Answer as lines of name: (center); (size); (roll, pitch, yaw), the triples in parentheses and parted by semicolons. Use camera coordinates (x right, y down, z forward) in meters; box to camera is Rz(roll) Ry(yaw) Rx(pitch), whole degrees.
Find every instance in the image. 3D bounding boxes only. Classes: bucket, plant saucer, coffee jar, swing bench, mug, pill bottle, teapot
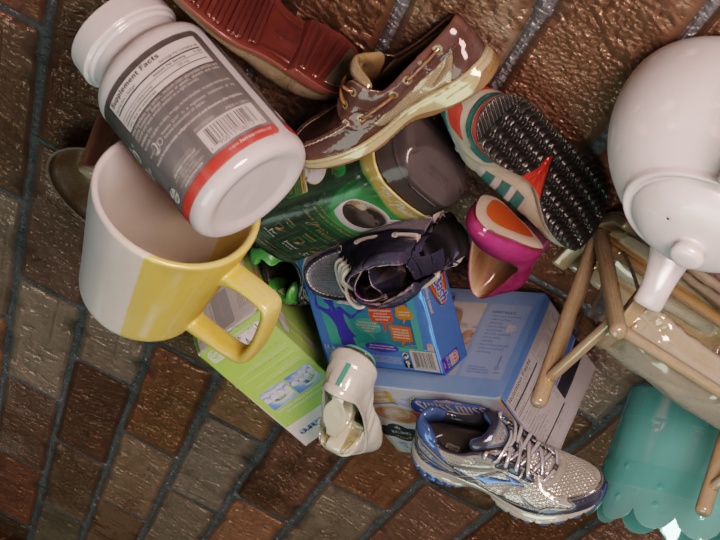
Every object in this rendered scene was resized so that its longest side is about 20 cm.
bucket: (0.331, 0.200, 1.588); (0.206, 0.135, 0.207); (17, 171, 3)
plant saucer: (-0.243, -0.081, 1.771); (0.200, 0.037, 0.201); (22, 153, 12)
coffee jar: (-0.010, -0.078, 1.454); (0.199, 0.086, 0.104); (-17, 146, 31)
swing bench: (0.270, 0.065, 1.415); (0.199, 0.200, 0.130); (32, 132, -13)
mug: (-0.174, -0.001, 1.432); (0.149, 0.187, 0.153); (-6, 145, -30)
pill bottle: (-0.147, -0.135, 1.370); (0.200, 0.116, 0.116); (50, 159, 19)
teapot: (0.265, -0.068, 1.213); (0.197, 0.146, 0.200); (-1, 141, 42)

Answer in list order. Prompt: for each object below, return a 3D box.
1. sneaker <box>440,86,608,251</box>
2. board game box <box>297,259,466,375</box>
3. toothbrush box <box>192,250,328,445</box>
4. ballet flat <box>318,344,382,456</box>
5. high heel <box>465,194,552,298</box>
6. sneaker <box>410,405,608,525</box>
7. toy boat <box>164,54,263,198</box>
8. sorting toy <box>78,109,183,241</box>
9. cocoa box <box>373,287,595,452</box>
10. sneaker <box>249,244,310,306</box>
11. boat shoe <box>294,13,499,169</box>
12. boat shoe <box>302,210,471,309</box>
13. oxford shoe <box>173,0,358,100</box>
sneaker: (0.135, -0.095, 1.391); (0.200, 0.070, 0.093); (42, 176, -42)
board game box: (0.010, 0.000, 1.590); (0.152, 0.045, 0.201); (5, 121, 38)
toothbrush box: (-0.098, 0.071, 1.756); (0.086, 0.146, 0.200); (-36, 132, 12)
ballet flat: (-0.017, 0.147, 1.647); (0.069, 0.070, 0.200); (20, 150, 13)
high heel: (0.112, -0.008, 1.421); (0.067, 0.096, 0.200); (50, -166, 19)
sneaker: (0.137, 0.180, 1.560); (0.199, 0.077, 0.085); (12, 143, 19)
toy boat: (-0.158, -0.119, 1.519); (0.130, 0.131, 0.200); (1, 144, 40)
sorting toy: (-0.183, -0.086, 1.594); (0.185, 0.200, 0.036); (38, 108, -18)
cocoa box: (0.111, 0.106, 1.673); (0.199, 0.134, 0.131); (3, 144, 38)
sneaker: (-0.060, 0.012, 1.717); (0.078, 0.085, 0.200); (4, 146, 38)
boat shoe: (0.015, -0.150, 1.341); (0.200, 0.072, 0.072); (-23, 122, 33)
boat shoe: (0.000, 0.000, 1.498); (0.200, 0.093, 0.075); (-20, 104, 44)
oxford shoe: (-0.097, -0.202, 1.387); (0.200, 0.071, 0.075); (36, 154, -17)
